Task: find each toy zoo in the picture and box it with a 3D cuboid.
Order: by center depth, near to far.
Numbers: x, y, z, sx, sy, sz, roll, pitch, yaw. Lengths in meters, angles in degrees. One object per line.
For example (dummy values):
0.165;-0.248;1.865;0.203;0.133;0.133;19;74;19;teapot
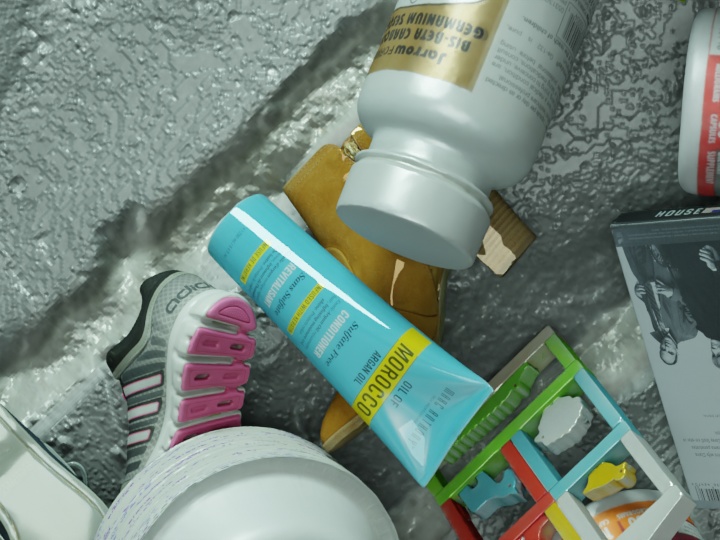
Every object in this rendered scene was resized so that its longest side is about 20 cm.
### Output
0.121;0.140;1.205;0.131;0.200;0.020;-44;133;10;toy zoo

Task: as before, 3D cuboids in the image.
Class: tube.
-0.010;0.036;1.195;0.200;0.050;0.078;43;118;19;tube

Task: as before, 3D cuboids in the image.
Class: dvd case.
0.243;0.055;1.192;0.150;0.025;0.201;-3;114;42;dvd case

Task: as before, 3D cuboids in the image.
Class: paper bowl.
-0.065;0.207;1.220;0.199;0.104;0.202;-7;106;-24;paper bowl

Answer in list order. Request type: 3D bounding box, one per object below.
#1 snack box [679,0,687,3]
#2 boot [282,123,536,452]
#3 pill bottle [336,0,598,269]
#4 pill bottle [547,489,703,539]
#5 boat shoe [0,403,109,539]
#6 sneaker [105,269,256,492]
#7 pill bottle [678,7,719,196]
0.137;-0.244;1.136;0.167;0.200;0.068;18;76;3;snack box
0.000;0.000;1.249;0.144;0.071;0.201;41;89;6;boot
0.062;-0.110;1.176;0.114;0.114;0.201;22;78;3;pill bottle
0.188;0.241;1.182;0.113;0.201;0.115;-13;135;-14;pill bottle
-0.216;0.152;1.288;0.075;0.062;0.200;-45;97;-2;boat shoe
-0.124;0.085;1.270;0.087;0.073;0.201;41;127;41;sneaker
0.295;-0.094;1.172;0.198;0.114;0.115;6;97;13;pill bottle
